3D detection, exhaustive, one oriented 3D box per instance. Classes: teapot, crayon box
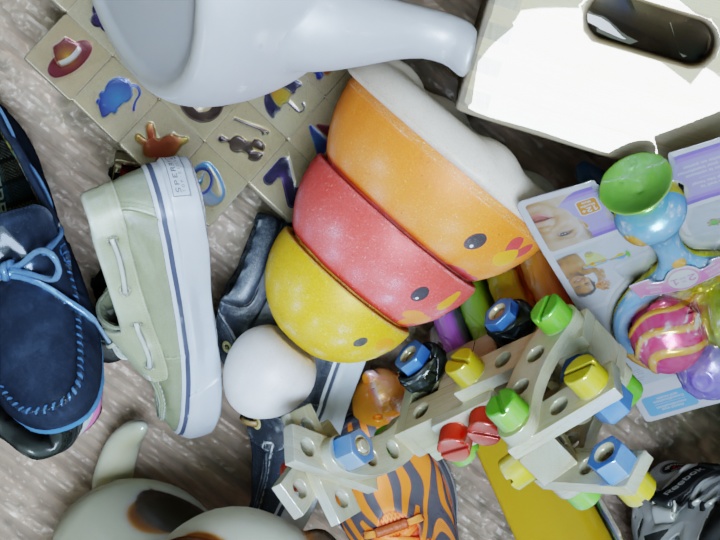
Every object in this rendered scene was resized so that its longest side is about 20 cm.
[{"bbox_3d":[-0.052,-0.184,0.731,0.146,0.197,0.201,-20,107,-26],"label":"teapot"},{"bbox_3d":[0.124,0.166,0.834,0.051,0.126,0.200,-26,132,2],"label":"crayon box"}]

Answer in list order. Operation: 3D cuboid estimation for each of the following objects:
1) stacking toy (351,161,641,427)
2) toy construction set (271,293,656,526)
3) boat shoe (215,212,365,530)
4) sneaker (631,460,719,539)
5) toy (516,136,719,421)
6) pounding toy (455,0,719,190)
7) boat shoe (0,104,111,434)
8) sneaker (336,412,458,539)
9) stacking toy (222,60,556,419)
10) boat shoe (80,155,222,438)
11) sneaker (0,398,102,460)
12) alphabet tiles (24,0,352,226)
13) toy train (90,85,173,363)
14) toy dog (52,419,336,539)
[{"bbox_3d":[0.083,0.038,0.853,0.200,0.110,0.116,-28,127,12],"label":"stacking toy"},{"bbox_3d":[0.056,0.078,0.751,0.200,0.131,0.092,-15,127,26],"label":"toy construction set"},{"bbox_3d":[-0.053,0.068,0.868,0.091,0.071,0.201,19,95,-8],"label":"boat shoe"},{"bbox_3d":[0.193,0.142,0.849,0.074,0.200,0.089,-17,63,-18],"label":"sneaker"},{"bbox_3d":[0.168,0.022,0.743,0.115,0.047,0.200,-18,133,20],"label":"toy"},{"bbox_3d":[0.166,-0.133,0.784,0.199,0.184,0.143,16,103,0],"label":"pounding toy"},{"bbox_3d":[-0.192,-0.008,0.779,0.084,0.069,0.200,-24,63,-10],"label":"boat shoe"},{"bbox_3d":[0.035,0.183,0.877,0.077,0.112,0.200,-20,103,1],"label":"sneaker"},{"bbox_3d":[0.000,0.000,0.789,0.146,0.146,0.200,37,98,-12],"label":"stacking toy"},{"bbox_3d":[-0.113,0.019,0.811,0.062,0.072,0.200,-10,134,-11],"label":"boat shoe"},{"bbox_3d":[-0.223,0.027,0.832,0.200,0.086,0.080,42,96,-12],"label":"sneaker"},{"bbox_3d":[-0.078,-0.129,0.814,0.200,0.006,0.167,43,77,-13],"label":"alphabet tiles"},{"bbox_3d":[-0.129,-0.042,0.842,0.034,0.046,0.201,10,103,-7],"label":"toy train"},{"bbox_3d":[-0.090,0.182,0.819,0.139,0.200,0.195,16,74,-32],"label":"toy dog"}]
